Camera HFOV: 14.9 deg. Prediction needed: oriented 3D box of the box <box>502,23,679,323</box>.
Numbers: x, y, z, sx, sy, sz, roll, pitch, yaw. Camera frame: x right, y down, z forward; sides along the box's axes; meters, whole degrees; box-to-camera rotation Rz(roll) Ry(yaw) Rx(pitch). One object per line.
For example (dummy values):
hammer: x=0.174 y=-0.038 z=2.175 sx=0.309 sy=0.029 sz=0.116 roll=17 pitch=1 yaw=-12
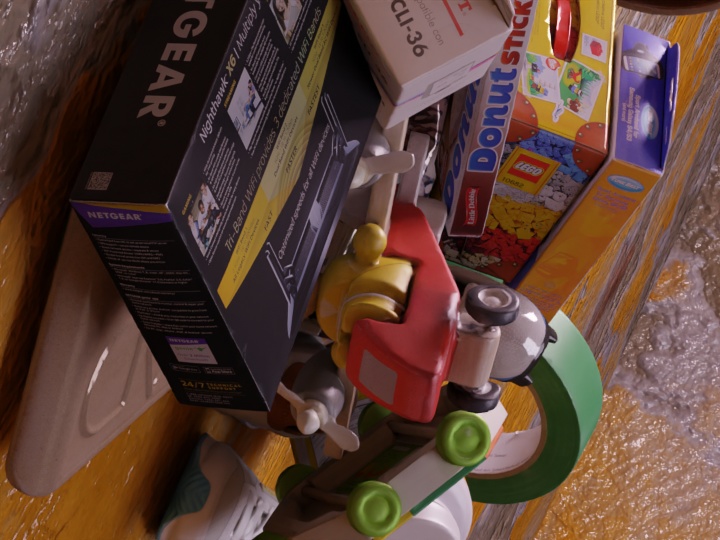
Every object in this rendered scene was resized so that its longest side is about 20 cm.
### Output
box: x=0.151 y=-0.067 z=1.803 sx=0.200 sy=0.041 sz=0.120 roll=121 pitch=-18 yaw=-48

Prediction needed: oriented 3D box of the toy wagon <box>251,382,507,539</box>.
toy wagon: x=-0.005 y=0.134 z=1.667 sx=0.200 sy=0.040 sz=0.155 roll=-37 pitch=-169 yaw=-15

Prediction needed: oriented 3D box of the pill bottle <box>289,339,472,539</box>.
pill bottle: x=0.013 y=0.136 z=1.852 sx=0.200 sy=0.108 sz=0.110 roll=-107 pitch=-152 yaw=-56

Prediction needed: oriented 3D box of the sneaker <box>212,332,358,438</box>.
sneaker: x=-0.039 y=0.080 z=1.774 sx=0.200 sy=0.084 sz=0.073 roll=-12 pitch=122 yaw=-78

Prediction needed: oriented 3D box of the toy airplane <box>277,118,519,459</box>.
toy airplane: x=0.000 y=0.000 z=1.601 sx=0.199 sy=0.140 sz=0.202 roll=143 pitch=-54 yaw=-72

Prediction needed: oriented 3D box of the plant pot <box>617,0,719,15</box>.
plant pot: x=0.236 y=-0.327 z=2.034 sx=0.201 sy=0.199 sz=0.199 roll=101 pitch=8 yaw=-46

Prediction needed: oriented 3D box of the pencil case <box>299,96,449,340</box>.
pencil case: x=0.009 y=-0.049 z=1.758 sx=0.089 sy=0.077 sz=0.201 roll=-91 pitch=-158 yaw=-81

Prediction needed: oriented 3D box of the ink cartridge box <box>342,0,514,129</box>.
ink cartridge box: x=0.018 y=-0.149 z=1.397 sx=0.067 sy=0.117 sz=0.200 roll=-28 pitch=177 yaw=-5

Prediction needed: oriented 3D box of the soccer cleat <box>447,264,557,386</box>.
soccer cleat: x=0.054 y=0.022 z=1.788 sx=0.070 sy=0.086 sz=0.200 roll=-58 pitch=-157 yaw=-8

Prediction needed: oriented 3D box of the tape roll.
tape roll: x=0.076 y=0.080 z=1.999 sx=0.048 sy=0.199 sz=0.201 roll=-56 pitch=164 yaw=-42

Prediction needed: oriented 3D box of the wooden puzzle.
wooden puzzle: x=-0.114 y=-0.002 z=1.389 sx=0.200 sy=0.046 sz=0.186 roll=-34 pitch=145 yaw=-61

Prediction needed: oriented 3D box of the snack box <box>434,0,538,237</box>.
snack box: x=0.076 y=-0.119 z=1.640 sx=0.072 sy=0.024 sz=0.201 roll=-100 pitch=-164 yaw=-48

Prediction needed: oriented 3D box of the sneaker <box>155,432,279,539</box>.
sneaker: x=-0.076 y=0.160 z=1.760 sx=0.077 sy=0.080 sz=0.200 roll=-64 pitch=167 yaw=-9

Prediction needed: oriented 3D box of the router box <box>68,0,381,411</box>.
router box: x=-0.059 y=-0.059 z=1.309 sx=0.158 sy=0.052 sz=0.201 roll=67 pitch=34 yaw=-48

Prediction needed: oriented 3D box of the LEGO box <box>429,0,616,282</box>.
LEGO box: x=0.102 y=-0.120 z=1.818 sx=0.149 sy=0.077 sz=0.201 roll=125 pitch=-21 yaw=-48
